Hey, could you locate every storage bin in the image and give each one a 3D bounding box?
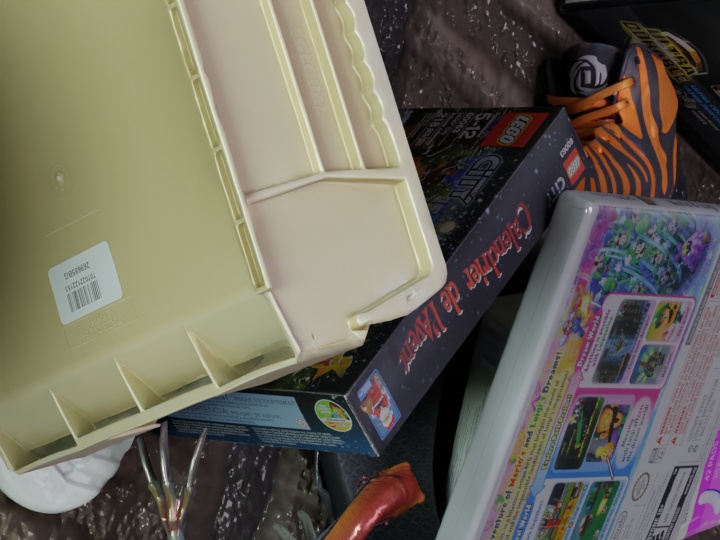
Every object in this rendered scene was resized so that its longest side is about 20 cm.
[{"bbox_3d":[-0.085,-0.042,1.122,0.094,0.200,0.199,-12,83,-45],"label":"storage bin"}]

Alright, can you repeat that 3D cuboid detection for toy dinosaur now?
[{"bbox_3d":[-0.034,0.162,1.238,0.105,0.181,0.201,-4,72,-44],"label":"toy dinosaur"}]

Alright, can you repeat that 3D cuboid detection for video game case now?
[{"bbox_3d":[0.123,0.060,1.380,0.182,0.024,0.201,3,111,-50],"label":"video game case"}]

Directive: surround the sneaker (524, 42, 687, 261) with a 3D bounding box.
[{"bbox_3d":[0.106,-0.062,1.484,0.200,0.077,0.112,-6,92,-59],"label":"sneaker"}]

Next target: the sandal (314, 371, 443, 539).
[{"bbox_3d":[0.002,0.092,1.392,0.076,0.043,0.201,-20,116,-39],"label":"sandal"}]

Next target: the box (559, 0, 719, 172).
[{"bbox_3d":[0.241,-0.113,1.532,0.200,0.198,0.050,40,61,-42],"label":"box"}]

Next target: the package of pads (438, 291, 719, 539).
[{"bbox_3d":[0.128,0.078,1.474,0.200,0.068,0.155,-13,123,-45],"label":"package of pads"}]

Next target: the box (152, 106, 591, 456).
[{"bbox_3d":[0.000,0.000,1.306,0.200,0.136,0.038,-52,127,-35],"label":"box"}]

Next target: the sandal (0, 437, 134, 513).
[{"bbox_3d":[-0.106,0.012,1.257,0.082,0.050,0.203,42,72,-24],"label":"sandal"}]
